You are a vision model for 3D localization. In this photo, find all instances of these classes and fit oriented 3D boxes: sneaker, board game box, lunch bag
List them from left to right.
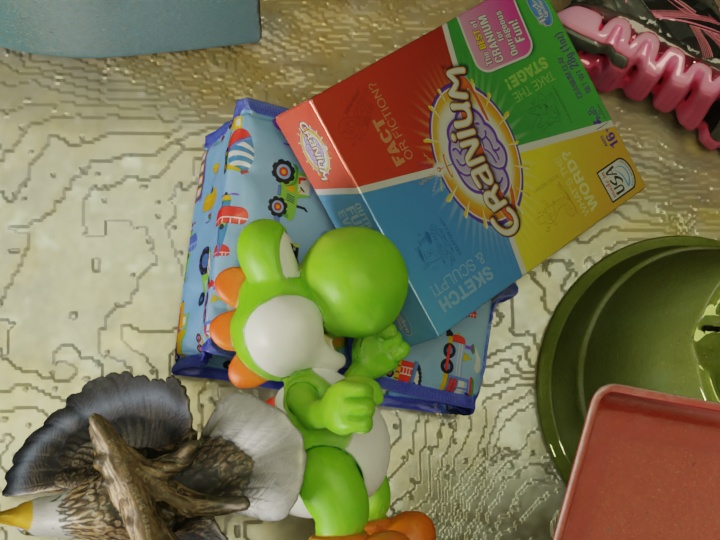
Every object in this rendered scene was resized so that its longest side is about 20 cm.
[{"bbox_3d":[0.000,0.000,0.990,0.198,0.094,0.152,11,75,-18],"label":"lunch bag"},{"bbox_3d":[0.065,-0.068,0.974,0.199,0.040,0.154,-34,98,-35],"label":"board game box"},{"bbox_3d":[0.220,-0.140,1.047,0.199,0.079,0.096,28,66,-4],"label":"sneaker"}]

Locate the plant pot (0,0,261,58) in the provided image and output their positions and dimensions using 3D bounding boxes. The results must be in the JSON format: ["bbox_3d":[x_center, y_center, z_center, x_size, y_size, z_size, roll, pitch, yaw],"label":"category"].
[{"bbox_3d":[-0.174,-0.228,0.948,0.198,0.196,0.198,-14,82,-4],"label":"plant pot"}]

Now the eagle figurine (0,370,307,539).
[{"bbox_3d":[-0.126,0.130,0.887,0.150,0.200,0.153,28,74,-3],"label":"eagle figurine"}]

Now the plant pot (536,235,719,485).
[{"bbox_3d":[0.219,0.060,0.947,0.198,0.190,0.202,1,80,-7],"label":"plant pot"}]

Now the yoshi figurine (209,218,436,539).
[{"bbox_3d":[-0.003,0.061,0.881,0.111,0.112,0.202,-16,87,-34],"label":"yoshi figurine"}]

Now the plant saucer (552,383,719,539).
[{"bbox_3d":[0.171,0.161,0.819,0.198,0.037,0.202,11,100,-20],"label":"plant saucer"}]
